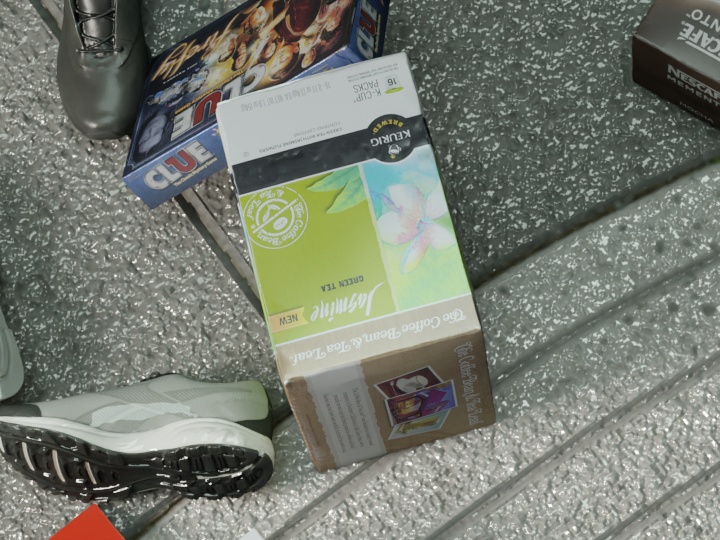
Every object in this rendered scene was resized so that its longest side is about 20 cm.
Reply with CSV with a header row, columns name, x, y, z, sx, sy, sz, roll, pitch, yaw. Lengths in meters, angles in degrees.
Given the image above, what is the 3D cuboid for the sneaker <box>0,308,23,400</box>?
name,x,y,z,sx,sy,sz,roll,pitch,yaw
sneaker,-0.296,0.019,1.707,0.080,0.076,0.201,-37,52,30

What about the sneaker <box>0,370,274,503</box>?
name,x,y,z,sx,sy,sz,roll,pitch,yaw
sneaker,-0.152,0.107,1.663,0.198,0.074,0.080,1,50,7

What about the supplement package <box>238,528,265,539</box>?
name,x,y,z,sx,sy,sz,roll,pitch,yaw
supplement package,-0.087,0.294,1.558,0.200,0.111,0.156,-39,71,-9

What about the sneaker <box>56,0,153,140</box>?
name,x,y,z,sx,sy,sz,roll,pitch,yaw
sneaker,-0.187,-0.191,1.759,0.075,0.091,0.202,-4,71,4

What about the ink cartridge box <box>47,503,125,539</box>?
name,x,y,z,sx,sy,sz,roll,pitch,yaw
ink cartridge box,-0.237,0.228,1.586,0.200,0.057,0.162,-43,29,-6

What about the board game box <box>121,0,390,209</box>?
name,x,y,z,sx,sy,sz,roll,pitch,yaw
board game box,-0.068,-0.136,1.674,0.199,0.035,0.136,-28,33,28

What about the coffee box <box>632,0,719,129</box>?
name,x,y,z,sx,sy,sz,roll,pitch,yaw
coffee box,0.285,-0.198,1.712,0.113,0.080,0.201,30,76,15

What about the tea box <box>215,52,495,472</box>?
name,x,y,z,sx,sy,sz,roll,pitch,yaw
tea box,0.000,0.000,1.608,0.133,0.200,0.198,-16,68,0
